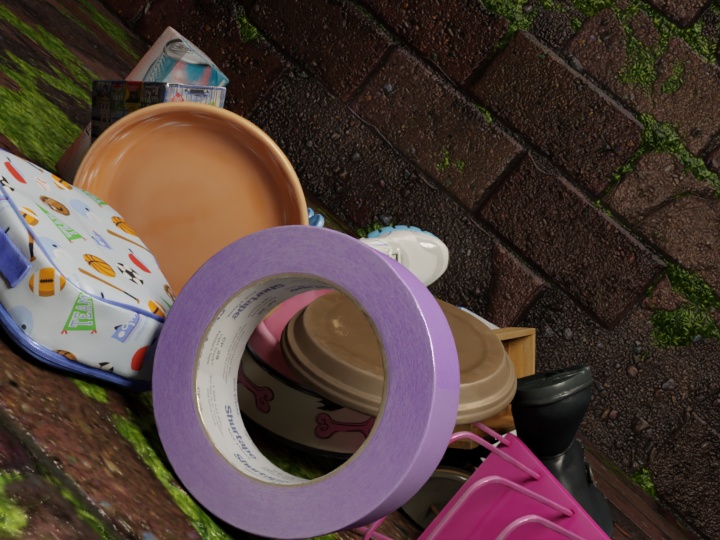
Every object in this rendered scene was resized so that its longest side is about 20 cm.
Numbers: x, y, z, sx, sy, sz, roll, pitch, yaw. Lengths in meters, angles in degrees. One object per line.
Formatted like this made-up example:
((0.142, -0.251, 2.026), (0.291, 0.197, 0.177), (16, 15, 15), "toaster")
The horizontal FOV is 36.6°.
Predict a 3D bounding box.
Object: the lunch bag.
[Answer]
((-0.219, -0.005, 0.784), (0.200, 0.076, 0.160), (45, 10, 32), "lunch bag")

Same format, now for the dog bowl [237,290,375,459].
((-0.022, 0.076, 0.968), (0.199, 0.074, 0.200), (13, 27, -7), "dog bowl")

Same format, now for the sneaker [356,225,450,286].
((0.000, 0.000, 1.083), (0.199, 0.076, 0.087), (-6, 10, -15), "sneaker")

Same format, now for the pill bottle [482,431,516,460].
((0.130, 0.191, 1.373), (0.200, 0.104, 0.104), (41, 6, 6), "pill bottle")

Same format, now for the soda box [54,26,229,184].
((-0.233, -0.154, 1.152), (0.063, 0.200, 0.068), (34, 10, -44), "soda box")

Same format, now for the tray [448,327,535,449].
((0.126, 0.109, 1.062), (0.037, 0.099, 0.200), (1, 0, 24), "tray")

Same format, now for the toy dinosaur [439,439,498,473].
((0.062, 0.197, 1.116), (0.199, 0.103, 0.136), (14, 3, -24), "toy dinosaur")

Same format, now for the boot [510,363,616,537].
((0.182, 0.173, 0.961), (0.200, 0.076, 0.169), (78, -5, -83), "boot")

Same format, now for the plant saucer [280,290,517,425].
((0.034, 0.062, 0.894), (0.199, 0.030, 0.200), (10, 23, -4), "plant saucer")

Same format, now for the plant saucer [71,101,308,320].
((-0.140, -0.040, 0.899), (0.200, 0.200, 0.037), (39, 16, -8), "plant saucer")

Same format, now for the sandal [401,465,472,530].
((0.113, 0.260, 1.003), (0.200, 0.082, 0.055), (48, 25, 3), "sandal")

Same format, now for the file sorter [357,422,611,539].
((0.092, 0.214, 0.817), (0.125, 0.139, 0.200), (34, 9, -38), "file sorter")

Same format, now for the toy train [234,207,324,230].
((-0.105, -0.036, 1.015), (0.087, 0.114, 0.200), (44, -1, -19), "toy train")

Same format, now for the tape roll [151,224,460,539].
((-0.037, 0.074, 0.725), (0.200, 0.200, 0.066), (42, 6, 20), "tape roll")

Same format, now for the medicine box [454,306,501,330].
((0.051, 0.099, 1.158), (0.181, 0.104, 0.200), (3, -10, 25), "medicine box")

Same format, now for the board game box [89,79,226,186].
((-0.203, -0.071, 0.993), (0.061, 0.201, 0.199), (-2, 10, -39), "board game box")
